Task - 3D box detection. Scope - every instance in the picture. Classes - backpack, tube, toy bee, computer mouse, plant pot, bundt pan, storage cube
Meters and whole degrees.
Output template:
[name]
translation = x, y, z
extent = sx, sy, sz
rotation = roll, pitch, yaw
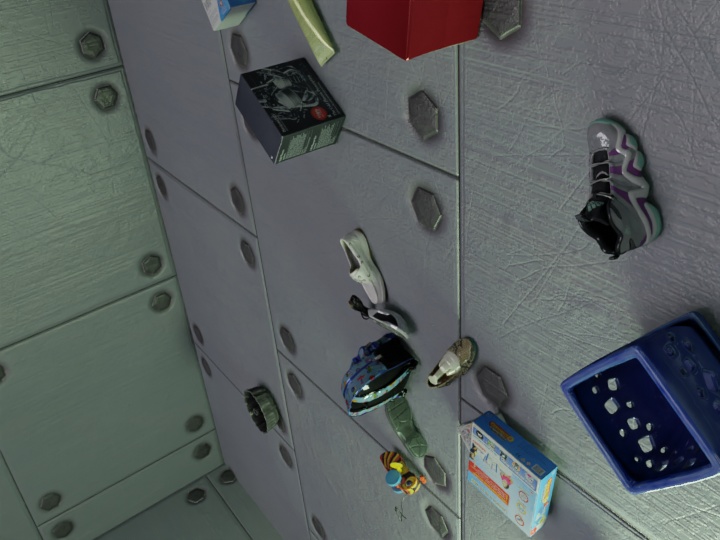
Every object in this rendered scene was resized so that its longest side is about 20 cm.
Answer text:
[backpack]
translation = 0.029, 0.278, 1.811
extent = 0.135, 0.198, 0.184
rotation = 49, 148, 27
[tube]
translation = -0.117, -0.568, 1.579
extent = 0.202, 0.051, 0.058
rotation = 64, -167, -4
[toy bee]
translation = 0.133, 0.603, 2.013
extent = 0.202, 0.108, 0.131
rotation = 66, -174, 25
[computer mouse]
translation = 0.058, 0.118, 1.787
extent = 0.199, 0.044, 0.110
rotation = 24, 165, 42
[plant pot]
translation = 0.455, 0.188, 1.037
extent = 0.202, 0.178, 0.200
rotation = 58, 150, 13
[bundt pan]
translation = -0.406, 0.569, 2.902
extent = 0.202, 0.075, 0.204
rotation = 41, 144, 39
[storage cube]
translation = 0.092, -0.479, 1.154
extent = 0.200, 0.169, 0.182
rotation = 43, 145, 35

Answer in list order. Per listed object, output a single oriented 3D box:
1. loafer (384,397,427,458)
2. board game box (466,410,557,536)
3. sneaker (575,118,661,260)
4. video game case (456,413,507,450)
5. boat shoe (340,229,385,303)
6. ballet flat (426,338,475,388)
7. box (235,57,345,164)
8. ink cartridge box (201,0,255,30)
[loafer]
translation = 0.112, 0.424, 1.923
extent = 0.202, 0.071, 0.063
rotation = 63, 157, 0
[board game box]
translation = 0.327, 0.444, 1.536
extent = 0.199, 0.055, 0.198
rotation = 37, 142, 40
[sneaker]
translation = 0.353, -0.114, 1.018
extent = 0.078, 0.139, 0.202
rotation = -23, 92, 62
[video game case]
translation = 0.320, 0.438, 1.623
extent = 0.202, 0.023, 0.182
rotation = 62, 151, 7
[boat shoe]
translation = 0.000, 0.000, 1.782
extent = 0.071, 0.069, 0.202
rotation = -16, 98, 58
[ballet flat]
translation = 0.201, 0.225, 1.607
extent = 0.068, 0.075, 0.201
rotation = 56, 150, 19
[box]
translation = -0.168, -0.381, 1.661
extent = 0.201, 0.181, 0.104
rotation = 55, 150, 17
[ink cartridge box]
translation = -0.365, -0.753, 1.813
extent = 0.144, 0.084, 0.203
rotation = -12, 102, 61
